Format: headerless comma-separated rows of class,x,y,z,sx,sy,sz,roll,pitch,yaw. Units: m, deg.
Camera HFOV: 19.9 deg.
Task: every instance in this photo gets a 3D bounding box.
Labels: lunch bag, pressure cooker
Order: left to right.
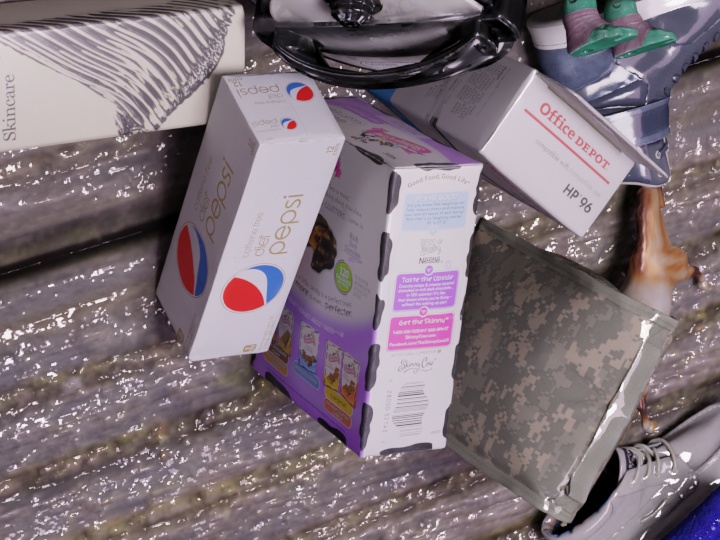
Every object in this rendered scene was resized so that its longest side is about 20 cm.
pressure cooker,0.022,-0.208,1.279,0.178,0.176,0.201,14,72,-20
lunch bag,0.135,0.076,1.476,0.117,0.200,0.165,27,93,-35

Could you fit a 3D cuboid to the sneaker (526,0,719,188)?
sneaker,0.228,-0.144,1.508,0.201,0.077,0.147,-19,107,-12

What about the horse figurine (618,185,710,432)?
horse figurine,0.216,0.039,1.575,0.201,0.050,0.133,-63,147,-20

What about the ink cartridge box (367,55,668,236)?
ink cartridge box,0.103,-0.094,1.388,0.116,0.200,0.068,36,90,-35

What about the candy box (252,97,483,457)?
candy box,0.000,0.000,1.385,0.071,0.168,0.201,-4,112,-29

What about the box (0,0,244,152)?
box,-0.175,-0.128,1.292,0.199,0.068,0.083,-12,116,-27

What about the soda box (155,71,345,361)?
soda box,-0.075,-0.033,1.342,0.063,0.068,0.201,-7,138,-28

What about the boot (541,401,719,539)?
boot,0.233,0.165,1.644,0.200,0.073,0.096,-48,132,-4

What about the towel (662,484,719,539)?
towel,0.256,0.252,1.648,0.200,0.050,0.147,-47,157,16

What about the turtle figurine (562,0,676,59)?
turtle figurine,0.155,-0.248,1.407,0.149,0.100,0.201,-10,84,-36
